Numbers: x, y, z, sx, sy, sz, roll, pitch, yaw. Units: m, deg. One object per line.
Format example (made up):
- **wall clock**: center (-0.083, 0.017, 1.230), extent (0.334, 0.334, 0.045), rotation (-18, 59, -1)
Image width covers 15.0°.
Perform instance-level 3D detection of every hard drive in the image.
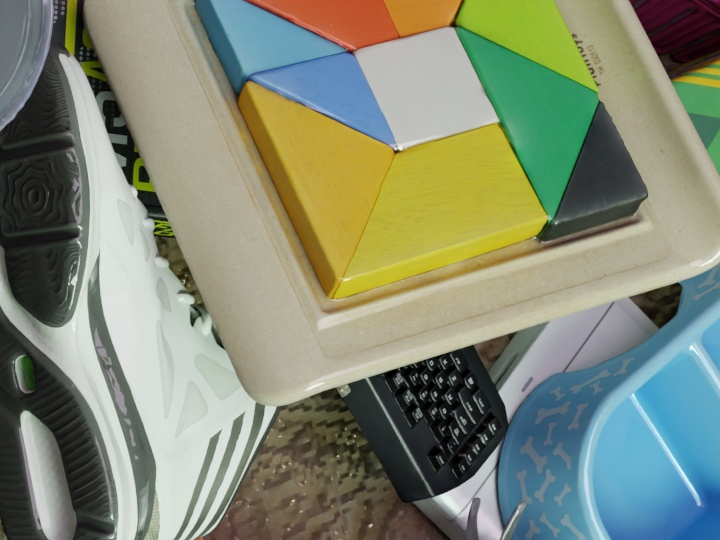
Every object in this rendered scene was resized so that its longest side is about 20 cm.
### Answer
- **hard drive**: center (0.127, 0.111, 1.176), extent (0.200, 0.027, 0.132), rotation (45, 65, -15)

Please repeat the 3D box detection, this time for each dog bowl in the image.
- **dog bowl**: center (0.148, 0.065, 1.152), extent (0.200, 0.050, 0.112), rotation (-38, 100, -28)

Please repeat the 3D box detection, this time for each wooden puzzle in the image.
- **wooden puzzle**: center (0.020, -0.060, 1.018), extent (0.200, 0.037, 0.185), rotation (-18, 70, -18)

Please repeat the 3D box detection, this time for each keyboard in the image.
- **keyboard**: center (0.000, 0.000, 1.065), extent (0.104, 0.040, 0.200), rotation (-44, 110, -44)

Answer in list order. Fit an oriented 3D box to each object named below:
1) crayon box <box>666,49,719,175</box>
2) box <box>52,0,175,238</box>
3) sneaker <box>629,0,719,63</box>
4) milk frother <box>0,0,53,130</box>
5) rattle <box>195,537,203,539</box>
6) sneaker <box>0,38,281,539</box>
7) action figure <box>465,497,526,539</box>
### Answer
- **crayon box**: center (0.129, -0.055, 1.147), extent (0.200, 0.126, 0.052), rotation (-24, 93, -29)
- **box**: center (-0.100, -0.117, 1.083), extent (0.160, 0.044, 0.200), rotation (8, 78, -27)
- **sneaker**: center (0.190, -0.135, 1.223), extent (0.200, 0.081, 0.088), rotation (17, 73, -33)
- **milk frother**: center (-0.186, -0.025, 0.942), extent (0.181, 0.188, 0.200), rotation (-46, 103, -25)
- **rattle**: center (-0.004, 0.127, 0.999), extent (0.130, 0.143, 0.200), rotation (-24, 64, -38)
- **sneaker**: center (-0.093, 0.011, 1.030), extent (0.115, 0.076, 0.201), rotation (-8, 89, -55)
- **action figure**: center (0.080, 0.193, 1.091), extent (0.102, 0.119, 0.200), rotation (-39, 106, -32)
